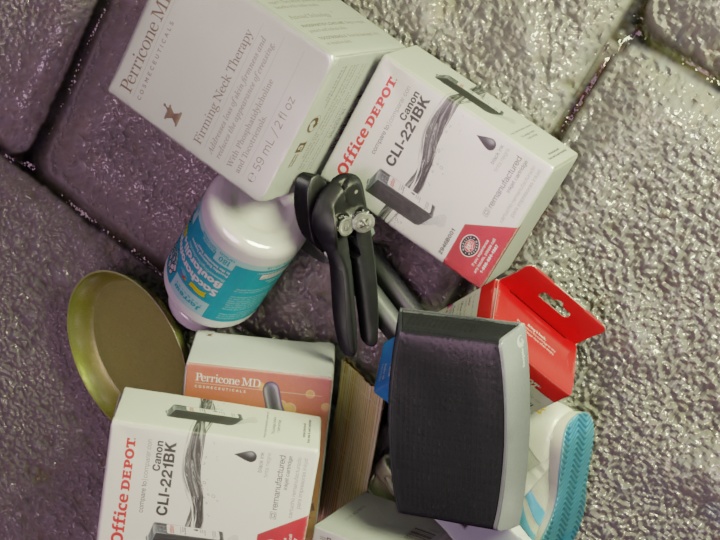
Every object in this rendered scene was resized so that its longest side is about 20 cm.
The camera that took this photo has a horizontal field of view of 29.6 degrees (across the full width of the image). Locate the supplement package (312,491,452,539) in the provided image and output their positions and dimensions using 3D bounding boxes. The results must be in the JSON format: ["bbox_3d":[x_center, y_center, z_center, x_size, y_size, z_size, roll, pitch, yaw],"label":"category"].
[{"bbox_3d":[0.012,0.344,1.362,0.109,0.114,0.201,16,107,25],"label":"supplement package"}]

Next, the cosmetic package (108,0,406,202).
[{"bbox_3d":[-0.100,-0.197,1.331,0.200,0.166,0.168,36,115,15],"label":"cosmetic package"}]

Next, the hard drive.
[{"bbox_3d":[0.086,0.140,1.246,0.134,0.042,0.201,7,108,22],"label":"hard drive"}]

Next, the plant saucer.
[{"bbox_3d":[-0.254,0.091,1.528,0.200,0.031,0.201,17,118,36],"label":"plant saucer"}]

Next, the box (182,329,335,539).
[{"bbox_3d":[-0.112,0.177,1.420,0.152,0.106,0.201,6,106,-2],"label":"box"}]

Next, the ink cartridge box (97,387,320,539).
[{"bbox_3d":[-0.148,0.207,1.321,0.199,0.084,0.145,9,107,-3],"label":"ink cartridge box"}]

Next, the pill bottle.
[{"bbox_3d":[-0.136,-0.013,1.408,0.111,0.111,0.200,47,140,8],"label":"pill bottle"}]

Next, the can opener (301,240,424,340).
[{"bbox_3d":[0.000,0.000,1.405,0.200,0.053,0.066,50,152,8],"label":"can opener"}]

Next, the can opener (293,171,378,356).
[{"bbox_3d":[-0.010,-0.006,1.331,0.079,0.063,0.201,36,146,54],"label":"can opener"}]

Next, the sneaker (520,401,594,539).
[{"bbox_3d":[0.175,0.220,1.362,0.081,0.076,0.201,23,112,37],"label":"sneaker"}]

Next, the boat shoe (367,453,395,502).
[{"bbox_3d":[0.082,0.270,1.411,0.200,0.072,0.062,35,122,16],"label":"boat shoe"}]

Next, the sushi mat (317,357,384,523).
[{"bbox_3d":[-0.013,0.202,1.443,0.096,0.012,0.201,35,120,55],"label":"sushi mat"}]

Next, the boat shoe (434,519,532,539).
[{"bbox_3d":[0.115,0.238,1.329,0.199,0.068,0.074,42,121,6],"label":"boat shoe"}]

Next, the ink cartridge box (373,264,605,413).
[{"bbox_3d":[0.124,0.086,1.306,0.116,0.067,0.200,38,132,-23],"label":"ink cartridge box"}]

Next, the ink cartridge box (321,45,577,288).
[{"bbox_3d":[0.083,-0.102,1.314,0.200,0.084,0.145,36,116,14],"label":"ink cartridge box"}]
